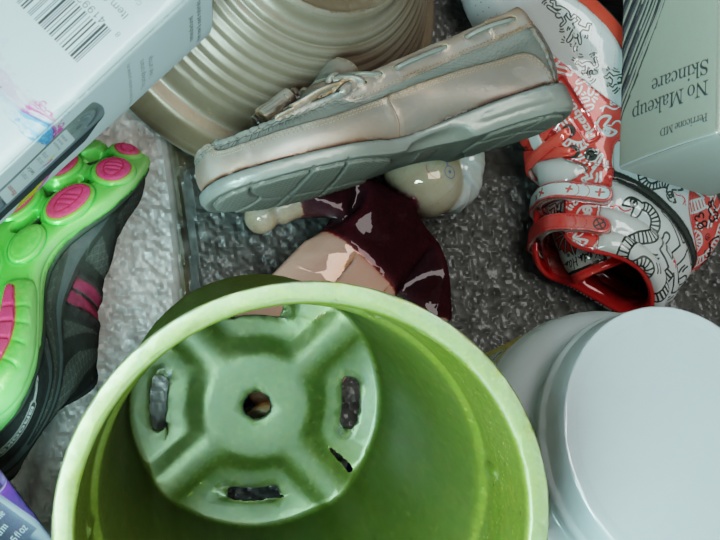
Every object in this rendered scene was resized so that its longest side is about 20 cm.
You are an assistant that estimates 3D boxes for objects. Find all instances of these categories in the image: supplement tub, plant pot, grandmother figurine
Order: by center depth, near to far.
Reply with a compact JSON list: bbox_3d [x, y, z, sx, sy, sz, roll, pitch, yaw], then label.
[{"bbox_3d":[-0.034,0.082,1.124,0.199,0.190,0.201,-2,103,-7],"label":"plant pot"},{"bbox_3d":[0.091,0.102,1.216,0.145,0.200,0.146,10,69,-28],"label":"supplement tub"},{"bbox_3d":[0.000,0.000,1.284,0.121,0.060,0.200,47,59,-19],"label":"grandmother figurine"},{"bbox_3d":[-0.039,-0.155,1.291,0.200,0.093,0.202,9,70,-27],"label":"plant pot"}]

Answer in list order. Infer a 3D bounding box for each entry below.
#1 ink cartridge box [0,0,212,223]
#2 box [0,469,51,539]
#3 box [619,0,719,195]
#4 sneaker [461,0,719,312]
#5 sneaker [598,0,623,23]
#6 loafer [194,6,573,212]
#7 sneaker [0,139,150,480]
[{"bbox_3d":[-0.181,-0.100,1.128,0.200,0.086,0.148,-43,83,-11],"label":"ink cartridge box"},{"bbox_3d":[-0.216,0.136,1.081,0.148,0.104,0.200,-41,97,-33],"label":"box"},{"bbox_3d":[0.184,-0.147,1.348,0.068,0.082,0.201,14,69,-33],"label":"box"},{"bbox_3d":[0.108,-0.067,1.364,0.201,0.067,0.108,47,54,-12],"label":"sneaker"},{"bbox_3d":[0.138,-0.181,1.428,0.199,0.074,0.088,27,52,-29],"label":"sneaker"},{"bbox_3d":[0.006,-0.078,1.256,0.199,0.072,0.063,-15,80,-25],"label":"loafer"},{"bbox_3d":[-0.151,0.014,1.189,0.076,0.084,0.200,10,46,17],"label":"sneaker"}]
